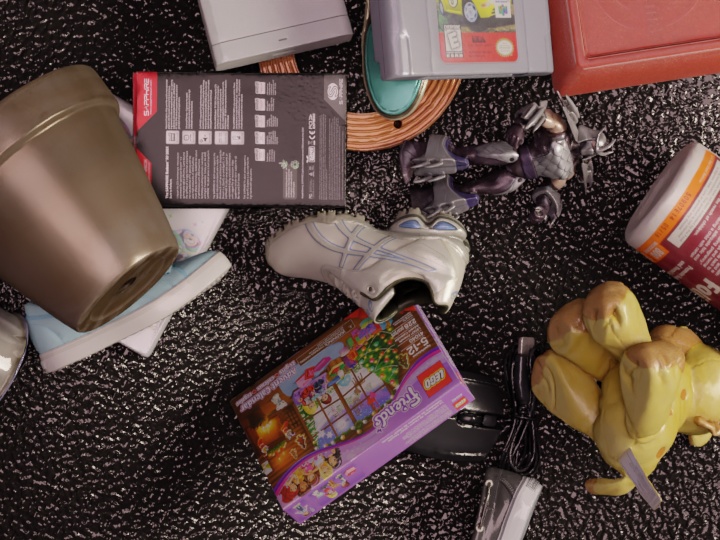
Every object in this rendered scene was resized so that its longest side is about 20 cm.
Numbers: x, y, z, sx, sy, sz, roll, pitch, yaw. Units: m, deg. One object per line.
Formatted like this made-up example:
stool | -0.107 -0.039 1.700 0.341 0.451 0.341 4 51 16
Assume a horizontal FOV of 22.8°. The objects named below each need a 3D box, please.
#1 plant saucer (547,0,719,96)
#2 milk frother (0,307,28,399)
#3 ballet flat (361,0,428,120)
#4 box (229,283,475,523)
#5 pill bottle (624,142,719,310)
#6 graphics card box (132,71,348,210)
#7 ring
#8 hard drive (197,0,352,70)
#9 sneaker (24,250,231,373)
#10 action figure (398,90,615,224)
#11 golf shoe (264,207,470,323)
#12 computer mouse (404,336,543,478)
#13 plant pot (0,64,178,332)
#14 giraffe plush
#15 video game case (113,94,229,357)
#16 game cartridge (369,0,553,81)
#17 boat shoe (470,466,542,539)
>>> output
plant saucer | 0.267 -0.277 1.674 0.198 0.037 0.202 -8 92 -1
milk frother | -0.412 0.013 1.632 0.188 0.180 0.202 35 61 -33
ballet flat | 0.035 -0.240 1.641 0.069 0.069 0.202 -1 95 -1
box | -0.010 0.118 1.635 0.199 0.039 0.137 -36 51 5
pill bottle | 0.353 -0.016 1.644 0.199 0.114 0.115 36 91 -1
graphics card box | -0.110 -0.119 1.646 0.198 0.051 0.127 -1 89 -1
ring | 0.001 -0.213 1.682 0.198 0.019 0.203 0 91 0
hard drive | -0.095 -0.296 1.650 0.131 0.027 0.202 -14 82 -9
sneaker | -0.218 0.017 1.637 0.199 0.074 0.083 -27 96 -1
action figure | 0.140 -0.095 1.652 0.198 0.070 0.131 -13 123 10
golf shoe | 0.000 0.000 1.627 0.198 0.078 0.098 -4 61 22
computer mouse | 0.076 0.127 1.675 0.198 0.053 0.140 4 92 -1
plant pot | -0.257 -0.047 1.557 0.200 0.200 0.174 -40 81 1
giraffe plush | 0.278 0.104 1.633 0.161 0.172 0.202 -15 76 -34
video game case | -0.231 -0.049 1.682 0.181 0.024 0.201 29 91 -2
game cartridge | 0.094 -0.241 1.620 0.199 0.041 0.135 -7 89 -38
boat shoe | 0.104 0.277 1.670 0.066 0.070 0.202 24 100 11
